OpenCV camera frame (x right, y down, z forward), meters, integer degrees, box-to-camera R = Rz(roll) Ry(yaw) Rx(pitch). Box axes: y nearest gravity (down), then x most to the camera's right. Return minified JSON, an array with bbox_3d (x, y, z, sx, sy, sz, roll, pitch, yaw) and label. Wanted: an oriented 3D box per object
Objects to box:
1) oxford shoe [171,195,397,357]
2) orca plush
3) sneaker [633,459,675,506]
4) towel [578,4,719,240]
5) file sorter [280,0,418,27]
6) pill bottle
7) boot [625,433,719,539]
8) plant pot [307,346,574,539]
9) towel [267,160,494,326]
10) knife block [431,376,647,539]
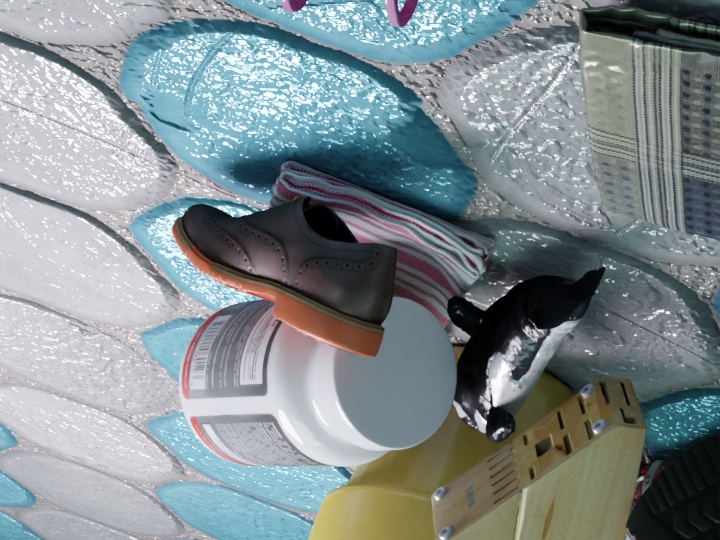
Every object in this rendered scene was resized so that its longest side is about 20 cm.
[{"bbox_3d":[-0.044,-0.013,1.100,0.071,0.073,0.199,16,-172,-45],"label":"oxford shoe"},{"bbox_3d":[0.082,0.045,1.116,0.071,0.106,0.200,25,166,-1],"label":"orca plush"},{"bbox_3d":[0.240,0.164,1.305,0.107,0.068,0.202,9,157,19],"label":"sneaker"},{"bbox_3d":[0.207,-0.063,0.895,0.191,0.035,0.200,16,159,18],"label":"towel"},{"bbox_3d":[-0.060,-0.190,0.699,0.198,0.126,0.139,14,156,13],"label":"file sorter"},{"bbox_3d":[-0.030,0.073,1.192,0.115,0.117,0.199,32,160,-26],"label":"pill bottle"},{"bbox_3d":[0.255,0.141,1.113,0.078,0.199,0.139,60,173,22],"label":"boot"},{"bbox_3d":[0.076,0.168,1.289,0.199,0.190,0.201,17,157,8],"label":"plant pot"},{"bbox_3d":[0.000,0.000,1.188,0.145,0.030,0.200,21,157,-1],"label":"towel"},{"bbox_3d":[0.133,0.188,1.119,0.199,0.064,0.176,-37,111,14],"label":"knife block"}]
